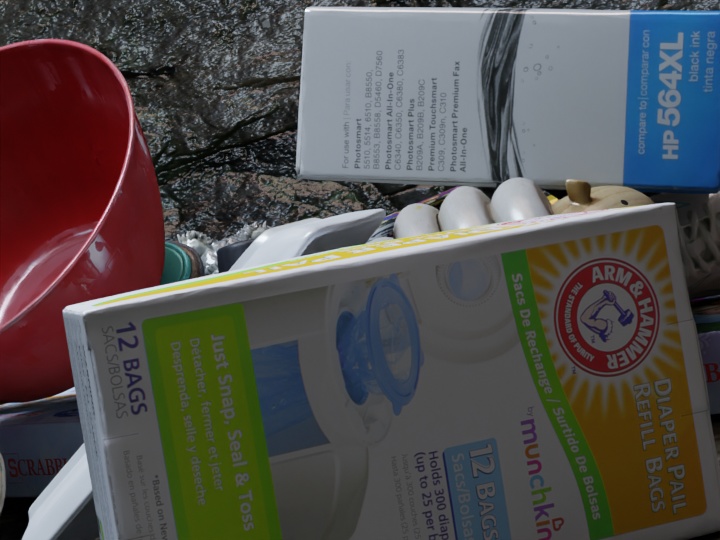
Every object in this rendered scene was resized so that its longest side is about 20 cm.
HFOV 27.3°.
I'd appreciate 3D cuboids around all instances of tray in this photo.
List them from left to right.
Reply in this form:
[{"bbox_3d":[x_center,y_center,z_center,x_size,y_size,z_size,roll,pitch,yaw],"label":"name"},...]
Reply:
[{"bbox_3d":[-0.071,0.046,0.620,0.200,0.022,0.107,-49,-9,16],"label":"tray"}]

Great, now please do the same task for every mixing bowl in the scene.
[{"bbox_3d":[-0.175,-0.009,0.767,0.198,0.202,0.109,-10,-37,24],"label":"mixing bowl"}]

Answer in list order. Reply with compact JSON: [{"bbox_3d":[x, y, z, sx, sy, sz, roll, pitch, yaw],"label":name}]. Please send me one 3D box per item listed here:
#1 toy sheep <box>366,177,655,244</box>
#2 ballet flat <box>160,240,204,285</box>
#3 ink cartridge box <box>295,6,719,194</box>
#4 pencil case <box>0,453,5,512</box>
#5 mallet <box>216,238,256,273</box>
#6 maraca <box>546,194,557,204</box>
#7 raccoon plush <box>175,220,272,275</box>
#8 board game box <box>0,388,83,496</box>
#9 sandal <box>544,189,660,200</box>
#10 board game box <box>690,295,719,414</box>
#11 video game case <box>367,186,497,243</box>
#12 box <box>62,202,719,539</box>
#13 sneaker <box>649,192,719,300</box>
[{"bbox_3d":[0.049,0.029,0.659,0.199,0.139,0.138,-37,-3,10],"label":"toy sheep"},{"bbox_3d":[-0.165,0.034,0.851,0.198,0.074,0.073,-16,0,19],"label":"ballet flat"},{"bbox_3d":[0.079,-0.086,0.736,0.197,0.086,0.146,4,7,11],"label":"ink cartridge box"},{"bbox_3d":[-0.239,0.104,0.732,0.089,0.078,0.199,-46,18,-23],"label":"pencil case"},{"bbox_3d":[-0.002,0.016,0.976,0.198,0.067,0.041,2,-10,-31],"label":"mallet"},{"bbox_3d":[0.145,-0.005,0.989,0.136,0.108,0.199,9,11,-42],"label":"maraca"},{"bbox_3d":[-0.122,0.040,1.076,0.096,0.136,0.199,-14,4,-44],"label":"raccoon plush"},{"bbox_3d":[-0.139,0.091,0.882,0.198,0.042,0.198,-9,3,43],"label":"board game box"},{"bbox_3d":[0.149,-0.057,0.861,0.075,0.199,0.045,-46,14,37],"label":"sandal"},{"bbox_3d":[0.192,0.039,0.775,0.197,0.042,0.199,-10,2,28],"label":"board game box"},{"bbox_3d":[0.000,0.000,0.818,0.198,0.036,0.181,-22,6,5],"label":"video game case"},{"bbox_3d":[0.008,0.048,0.502,0.197,0.114,0.101,-10,2,-15],"label":"box"},{"bbox_3d":[0.169,-0.009,0.797,0.198,0.071,0.080,-20,5,7],"label":"sneaker"}]
